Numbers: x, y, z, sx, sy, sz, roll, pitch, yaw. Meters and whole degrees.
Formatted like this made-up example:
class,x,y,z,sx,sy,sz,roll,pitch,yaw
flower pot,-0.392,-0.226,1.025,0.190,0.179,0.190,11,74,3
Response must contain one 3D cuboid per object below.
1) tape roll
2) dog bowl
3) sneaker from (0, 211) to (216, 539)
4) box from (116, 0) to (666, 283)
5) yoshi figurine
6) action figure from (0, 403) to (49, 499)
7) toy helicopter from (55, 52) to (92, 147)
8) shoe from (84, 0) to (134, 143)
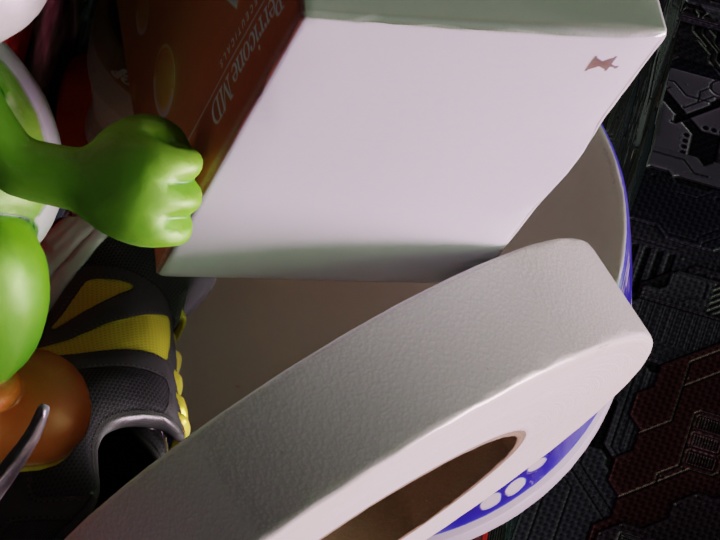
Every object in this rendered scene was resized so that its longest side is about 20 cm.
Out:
class,x,y,z,sx,sy,sz,roll,pitch,yaw
tape roll,-0.006,0.062,0.748,0.202,0.037,0.203,-32,168,-8
dog bowl,0.000,0.000,0.939,0.079,0.200,0.201,78,30,-66
sneaker,-0.087,0.041,0.801,0.075,0.085,0.200,-62,170,30
box,-0.007,-0.113,0.685,0.124,0.097,0.201,124,-40,-53
yoshi figurine,-0.087,-0.054,0.653,0.112,0.112,0.200,-73,172,-57
action figure,-0.140,0.114,0.593,0.200,0.119,0.102,-51,155,-38
toy helicopter,-0.056,-0.128,0.855,0.132,0.079,0.201,72,24,-58
shoe,-0.030,-0.108,0.786,0.200,0.070,0.053,-57,174,-38
